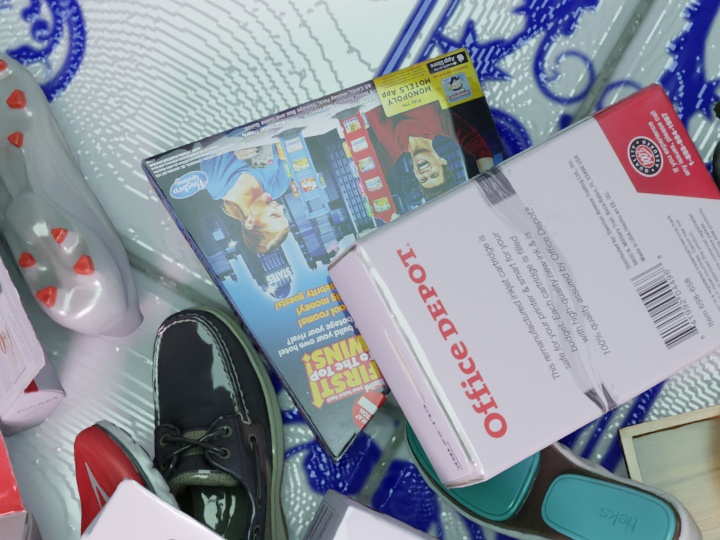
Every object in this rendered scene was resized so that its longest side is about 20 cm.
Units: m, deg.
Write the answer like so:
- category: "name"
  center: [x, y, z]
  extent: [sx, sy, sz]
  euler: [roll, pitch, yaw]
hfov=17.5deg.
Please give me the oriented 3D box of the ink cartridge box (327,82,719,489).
- category: "ink cartridge box"
  center: [0.103, 0.010, 1.276]
  extent: [0.200, 0.084, 0.144]
  euler: [-27, 87, -17]

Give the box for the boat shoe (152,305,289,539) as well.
- category: "boat shoe"
  center: [-0.084, 0.118, 1.340]
  extent: [0.072, 0.065, 0.200]
  euler: [-10, 84, 18]

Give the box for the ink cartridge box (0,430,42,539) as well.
- category: "ink cartridge box"
  center: [-0.282, 0.167, 1.321]
  extent: [0.200, 0.045, 0.176]
  euler: [-12, 120, 3]

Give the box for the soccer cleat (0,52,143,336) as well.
- category: "soccer cleat"
  center: [-0.188, -0.042, 1.374]
  extent: [0.069, 0.078, 0.200]
  euler: [-33, 62, 9]

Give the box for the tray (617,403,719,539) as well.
- category: "tray"
  center: [0.256, 0.115, 1.332]
  extent: [0.200, 0.037, 0.099]
  euler: [-14, 83, 4]

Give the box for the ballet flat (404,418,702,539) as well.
- category: "ballet flat"
  center: [0.110, 0.128, 1.319]
  extent: [0.200, 0.069, 0.069]
  euler: [24, 86, 38]

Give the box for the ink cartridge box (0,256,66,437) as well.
- category: "ink cartridge box"
  center: [-0.209, -0.001, 1.303]
  extent: [0.050, 0.200, 0.161]
  euler: [-22, 82, -27]

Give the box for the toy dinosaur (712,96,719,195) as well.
- category: "toy dinosaur"
  center: [0.224, -0.045, 1.305]
  extent: [0.077, 0.200, 0.102]
  euler: [-23, 107, 28]

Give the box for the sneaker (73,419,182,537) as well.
- category: "sneaker"
  center: [-0.143, 0.185, 1.305]
  extent: [0.085, 0.077, 0.200]
  euler: [-11, 99, -31]

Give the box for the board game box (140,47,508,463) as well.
- category: "board game box"
  center: [0.000, 0.000, 1.349]
  extent: [0.200, 0.062, 0.200]
  euler: [-19, 85, -3]

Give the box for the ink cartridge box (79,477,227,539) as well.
- category: "ink cartridge box"
  center: [-0.111, 0.193, 1.219]
  extent: [0.116, 0.068, 0.200]
  euler: [33, 117, -1]

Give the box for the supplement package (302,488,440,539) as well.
- category: "supplement package"
  center: [0.043, 0.233, 1.280]
  extent: [0.200, 0.111, 0.156]
  euler: [26, 87, -6]
